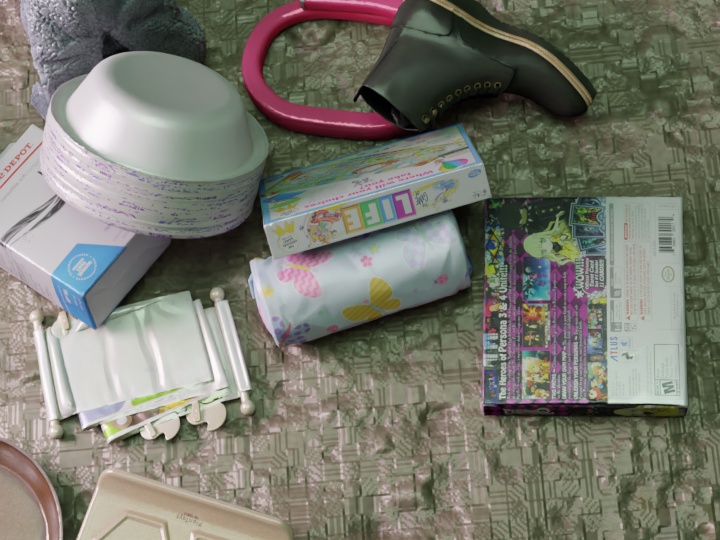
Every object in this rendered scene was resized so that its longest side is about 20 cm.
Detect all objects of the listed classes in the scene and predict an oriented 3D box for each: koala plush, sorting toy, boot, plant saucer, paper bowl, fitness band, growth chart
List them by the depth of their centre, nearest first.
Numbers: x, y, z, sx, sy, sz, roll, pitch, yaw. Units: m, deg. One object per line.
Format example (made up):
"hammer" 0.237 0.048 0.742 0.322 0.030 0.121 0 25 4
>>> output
"sorting toy" -0.169 0.288 1.622 0.184 0.037 0.201 15 75 12
"plant saucer" -0.353 0.241 1.659 0.198 0.035 0.202 -2 67 5
"paper bowl" -0.180 -0.122 1.694 0.199 0.105 0.201 13 30 -8
"growth chart" -0.198 0.088 1.713 0.198 0.018 0.146 -9 68 2
"boot" 0.102 -0.161 1.739 0.199 0.078 0.139 30 70 3
"koala plush" -0.273 -0.268 1.796 0.177 0.184 0.200 -31 56 -8
"fitness band" -0.014 -0.196 1.800 0.198 0.037 0.145 7 69 10

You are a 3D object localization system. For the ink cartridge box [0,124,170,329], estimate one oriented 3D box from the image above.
"ink cartridge box" -0.288 -0.051 1.743 0.199 0.068 0.116 31 67 20

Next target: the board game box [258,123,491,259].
"board game box" 0.009 -0.073 1.702 0.198 0.135 0.034 -16 110 0

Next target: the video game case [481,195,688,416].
"video game case" 0.198 0.031 1.685 0.180 0.036 0.202 -1 68 6

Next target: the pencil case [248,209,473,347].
"pencil case" 0.000 0.000 1.694 0.198 0.083 0.091 -19 49 -3
